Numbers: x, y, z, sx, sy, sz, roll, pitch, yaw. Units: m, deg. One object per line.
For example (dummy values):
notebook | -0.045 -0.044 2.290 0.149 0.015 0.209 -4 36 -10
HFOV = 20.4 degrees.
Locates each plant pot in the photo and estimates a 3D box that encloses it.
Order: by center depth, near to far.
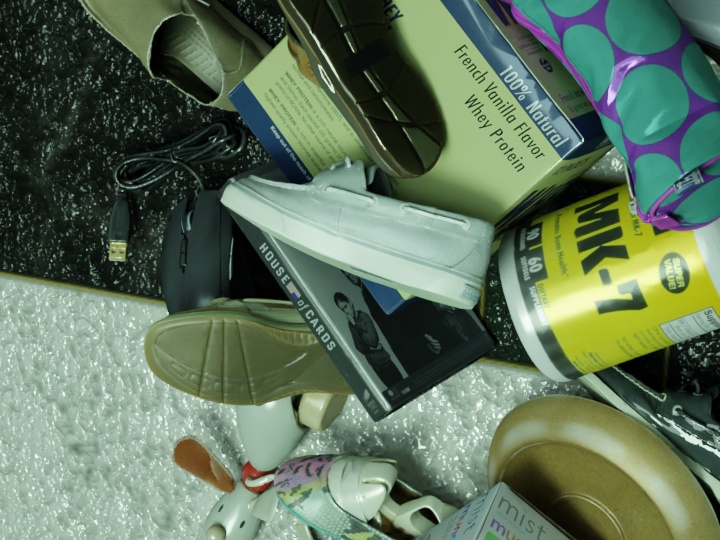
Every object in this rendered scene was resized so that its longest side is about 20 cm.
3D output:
plant pot | 0.168 0.182 1.437 0.199 0.027 0.202 24 132 29

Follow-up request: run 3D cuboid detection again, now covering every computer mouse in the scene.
computer mouse | -0.150 -0.014 1.562 0.139 0.046 0.202 -14 73 32

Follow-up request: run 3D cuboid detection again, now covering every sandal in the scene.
sandal | -0.012 -0.149 1.329 0.054 0.081 0.201 -25 95 53

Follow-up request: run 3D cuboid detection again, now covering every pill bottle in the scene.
pill bottle | 0.204 -0.007 1.359 0.199 0.114 0.115 -22 91 21

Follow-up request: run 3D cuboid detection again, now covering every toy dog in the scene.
toy dog | -0.083 0.142 1.567 0.131 0.096 0.202 9 106 27

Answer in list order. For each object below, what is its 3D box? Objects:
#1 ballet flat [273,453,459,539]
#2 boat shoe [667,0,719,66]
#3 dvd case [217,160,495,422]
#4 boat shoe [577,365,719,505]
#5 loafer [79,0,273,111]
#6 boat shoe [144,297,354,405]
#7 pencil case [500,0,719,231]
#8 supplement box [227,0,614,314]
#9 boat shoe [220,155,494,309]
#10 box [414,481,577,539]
ballet flat | 0.032 0.183 1.504 0.199 0.069 0.071 29 142 0
boat shoe | 0.254 -0.158 1.317 0.200 0.070 0.066 33 159 43
dvd case | 0.000 0.000 1.457 0.025 0.150 0.201 -41 80 38
boat shoe | 0.241 0.113 1.403 0.199 0.075 0.066 39 84 22
loafer | -0.149 -0.191 1.543 0.199 0.067 0.077 34 115 18
boat shoe | -0.062 0.054 1.497 0.198 0.063 0.074 -2 115 -6
pencil case | 0.174 -0.125 1.285 0.092 0.085 0.201 -31 69 5
supplement box | 0.056 -0.117 1.409 0.200 0.134 0.201 -42 80 30
boat shoe | 0.001 -0.036 1.349 0.199 0.070 0.072 21 84 24
box | 0.112 0.273 1.434 0.200 0.097 0.176 41 137 -10
